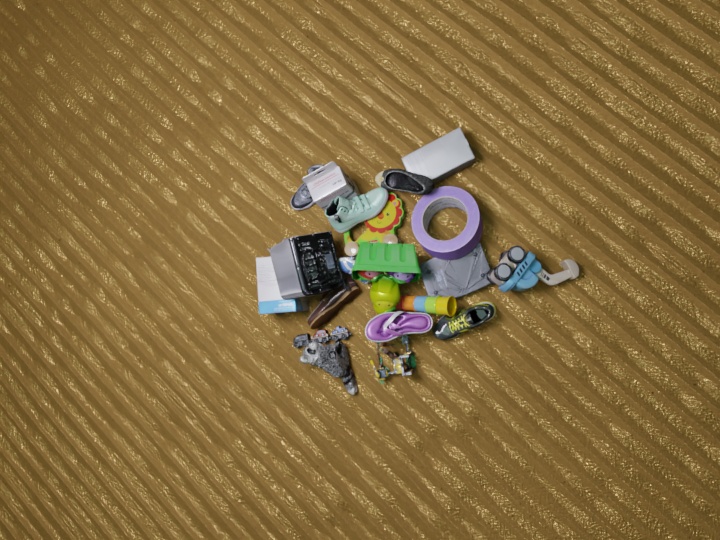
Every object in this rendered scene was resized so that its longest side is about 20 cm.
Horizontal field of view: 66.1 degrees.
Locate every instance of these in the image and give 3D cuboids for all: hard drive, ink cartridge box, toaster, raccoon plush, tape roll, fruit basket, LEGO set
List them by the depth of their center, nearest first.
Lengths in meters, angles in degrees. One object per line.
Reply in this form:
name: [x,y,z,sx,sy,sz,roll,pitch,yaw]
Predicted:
fruit basket: [0.073,0.030,1.610,0.213,0.156,0.218,0,78,0]
tape roll: [0.254,-0.138,1.621,0.198,0.085,0.202,-5,74,17]
toaster: [-0.151,-0.008,1.640,0.118,0.180,0.202,-14,91,42]
hard drive: [0.285,0.010,1.651,0.198,0.042,0.136,-21,83,13]
LEGO set: [0.092,0.240,1.654,0.152,0.116,0.203,-1,87,15]
ink cartridge box: [-0.082,-0.241,1.671,0.115,0.200,0.068,-28,70,12]
raccoon plush: [-0.106,0.306,1.712,0.133,0.097,0.202,-15,94,22]
ink cartridge box: [-0.245,0.031,1.745,0.124,0.128,0.202,-5,87,14]

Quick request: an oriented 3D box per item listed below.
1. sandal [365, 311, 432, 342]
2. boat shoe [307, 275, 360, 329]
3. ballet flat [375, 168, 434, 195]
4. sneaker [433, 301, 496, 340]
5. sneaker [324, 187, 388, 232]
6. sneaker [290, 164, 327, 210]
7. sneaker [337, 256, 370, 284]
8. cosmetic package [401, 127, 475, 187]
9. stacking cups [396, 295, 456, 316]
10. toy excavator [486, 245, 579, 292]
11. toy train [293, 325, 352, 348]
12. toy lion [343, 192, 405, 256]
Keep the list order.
sandal: [0.111,0.153,1.589,0.200,0.050,0.083,-11,79,-7]
boat shoe: [-0.092,0.099,1.736,0.200,0.070,0.070,-41,64,1]
ballet flat: [0.124,-0.262,1.620,0.198,0.057,0.067,14,106,34]
sneaker: [0.299,0.144,1.621,0.199,0.085,0.075,-29,81,12]
sneaker: [-0.013,-0.197,1.657,0.200,0.118,0.074,-35,61,7]
sneaker: [-0.155,-0.270,1.739,0.199,0.114,0.076,-38,79,10]
sneaker: [0.000,0.000,1.702,0.198,0.076,0.078,4,85,11]
cosmetic package: [0.234,-0.329,1.656,0.198,0.090,0.108,-24,83,10]
stacking cups: [0.184,0.104,1.636,0.198,0.060,0.061,-2,87,39]
toy excavator: [0.488,0.008,1.565,0.200,0.100,0.195,40,80,3]
toy train: [-0.122,0.210,1.758,0.198,0.034,0.046,-12,74,15]
toy lion: [0.042,-0.147,1.716,0.198,0.069,0.194,-11,78,14]
